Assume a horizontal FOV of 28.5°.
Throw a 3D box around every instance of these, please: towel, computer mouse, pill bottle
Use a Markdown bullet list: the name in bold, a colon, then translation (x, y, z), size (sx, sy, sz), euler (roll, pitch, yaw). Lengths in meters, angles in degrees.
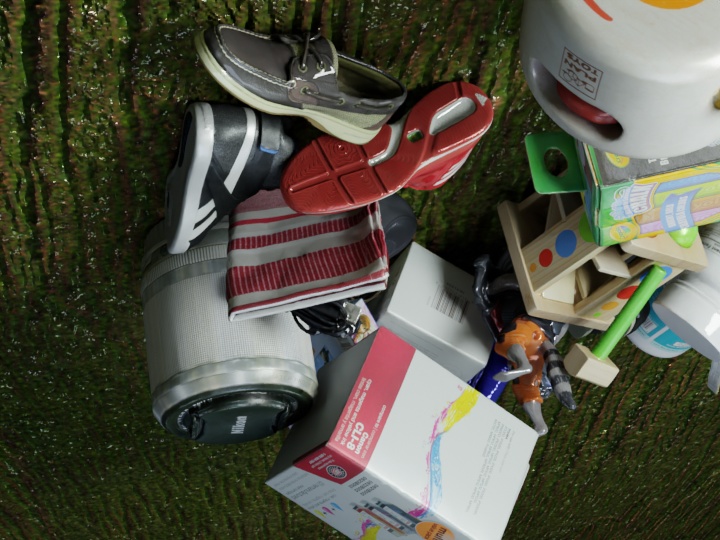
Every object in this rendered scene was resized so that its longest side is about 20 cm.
- **towel**: translation (0.133, 0.110, 1.592), size (0.049, 0.201, 0.148), euler (31, 176, -6)
- **towel**: translation (-0.050, -0.030, 1.259), size (0.143, 0.200, 0.023), euler (-13, 122, 4)
- **computer mouse**: translation (-0.017, -0.026, 1.315), size (0.138, 0.200, 0.053), euler (18, 134, 28)
- **pill bottle**: translation (0.381, 0.011, 1.586), size (0.110, 0.111, 0.200), euler (3, 152, -27)
- **pill bottle**: translation (0.393, -0.012, 1.430), size (0.200, 0.113, 0.113), euler (-50, 152, -3)

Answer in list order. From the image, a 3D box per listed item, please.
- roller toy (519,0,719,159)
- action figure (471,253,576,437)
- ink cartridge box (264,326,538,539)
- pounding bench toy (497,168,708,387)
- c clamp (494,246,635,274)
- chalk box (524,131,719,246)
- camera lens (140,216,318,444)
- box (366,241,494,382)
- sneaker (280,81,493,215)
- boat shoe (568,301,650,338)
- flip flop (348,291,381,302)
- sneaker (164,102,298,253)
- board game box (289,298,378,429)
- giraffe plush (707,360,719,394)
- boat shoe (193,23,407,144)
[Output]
- **roller toy**: translation (0.208, -0.184, 1.009), size (0.181, 0.201, 0.140), euler (-3, 154, -1)
- **action figure**: translation (0.187, 0.081, 1.453), size (0.104, 0.194, 0.200), euler (-11, 135, 27)
- **ink cartridge box**: translation (0.042, 0.183, 1.378), size (0.199, 0.145, 0.145), euler (34, 145, -12)
- **pounding bench toy**: translation (0.251, -0.006, 1.381), size (0.124, 0.201, 0.156), euler (12, 143, -40)
- **c clamp**: translation (0.226, -0.002, 1.598), size (0.199, 0.027, 0.171), euler (10, 148, -37)
- **chalk box**: translation (0.249, -0.108, 1.266), size (0.199, 0.125, 0.124), euler (-11, 155, 5)
- **camera lens**: translation (-0.130, 0.057, 1.378), size (0.159, 0.201, 0.160), euler (-9, 156, -4)
- **box**: translation (0.056, 0.077, 1.563), size (0.124, 0.098, 0.200), euler (29, 145, -9)
- **sneaker**: translation (0.024, -0.084, 1.251), size (0.199, 0.079, 0.116), euler (-22, 160, -11)
- **boat shoe**: translation (0.276, 0.036, 1.549), size (0.063, 0.074, 0.201), euler (-17, 177, -8)
- **flip flop**: translation (0.000, 0.000, 1.477), size (0.081, 0.058, 0.200), euler (0, 155, -20)
- **sneaker**: translation (-0.109, -0.074, 1.260), size (0.111, 0.074, 0.200), euler (0, 152, -17)
- **board game box**: translation (-0.025, 0.130, 1.548), size (0.199, 0.201, 0.041), euler (-8, -153, 49)
- **giraffe plush**: translation (0.502, 0.049, 1.690), size (0.161, 0.173, 0.201), euler (-22, 151, -27)
- **boat shoe**: translation (-0.044, -0.159, 1.121), size (0.065, 0.074, 0.199), euler (-39, 147, 29)
